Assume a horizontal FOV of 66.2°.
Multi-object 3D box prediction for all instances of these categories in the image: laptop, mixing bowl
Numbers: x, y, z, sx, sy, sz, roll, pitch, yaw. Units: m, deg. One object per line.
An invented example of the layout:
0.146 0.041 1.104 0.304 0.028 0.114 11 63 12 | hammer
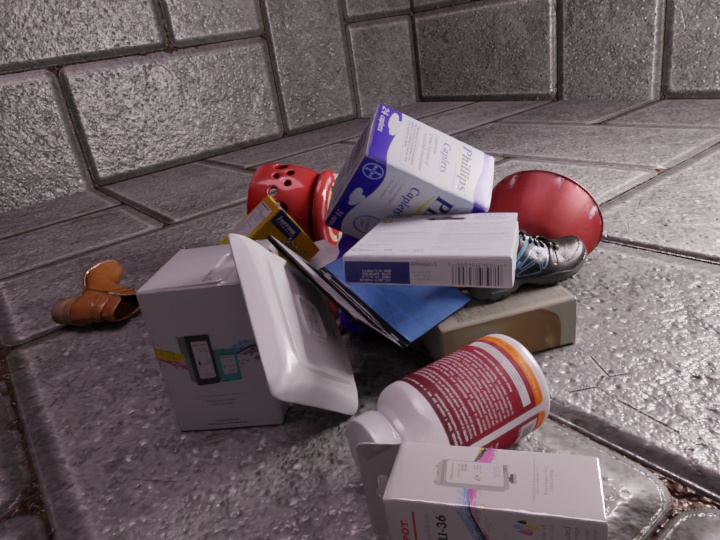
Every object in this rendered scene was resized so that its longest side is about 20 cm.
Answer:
0.016 0.000 0.722 0.116 0.200 0.187 -51 55 0 | laptop
0.286 -0.051 0.914 0.198 0.202 0.109 8 47 35 | mixing bowl

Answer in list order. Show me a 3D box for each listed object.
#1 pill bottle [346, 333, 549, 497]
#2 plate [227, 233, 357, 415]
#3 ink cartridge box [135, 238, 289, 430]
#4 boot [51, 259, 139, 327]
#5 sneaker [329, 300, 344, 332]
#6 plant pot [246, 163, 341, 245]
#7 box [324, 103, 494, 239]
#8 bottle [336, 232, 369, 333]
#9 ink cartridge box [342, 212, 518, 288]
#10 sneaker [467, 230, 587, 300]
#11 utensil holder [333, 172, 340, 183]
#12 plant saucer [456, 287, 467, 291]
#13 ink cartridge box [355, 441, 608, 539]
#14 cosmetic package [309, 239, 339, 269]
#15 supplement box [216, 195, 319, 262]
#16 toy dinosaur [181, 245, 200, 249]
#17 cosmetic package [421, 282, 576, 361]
0.090 0.153 0.575 0.198 0.115 0.113 -20 25 -26 | pill bottle
-0.068 0.064 0.654 0.032 0.200 0.201 -29 62 12 | plate
-0.175 0.081 0.734 0.144 0.203 0.147 -6 22 8 | ink cartridge box
-0.499 0.046 1.117 0.152 0.074 0.201 -3 36 19 | boot
-0.123 0.072 0.882 0.197 0.088 0.074 -14 22 -11 | sneaker
-0.137 -0.136 1.241 0.180 0.203 0.201 5 26 16 | plant pot
0.071 -0.119 0.845 0.198 0.184 0.106 21 57 -13 | box
0.000 0.000 0.898 0.082 0.065 0.202 6 57 -21 | bottle
0.099 -0.030 0.702 0.193 0.044 0.200 0 18 19 | ink cartridge box
0.240 -0.022 0.780 0.198 0.083 0.073 -18 24 -21 | sneaker
0.046 -0.093 1.056 0.167 0.203 0.170 -7 23 3 | utensil holder
0.142 0.018 0.898 0.197 0.038 0.200 -1 2 0 | plant saucer
0.088 0.208 0.443 0.197 0.118 0.068 -2 24 20 | ink cartridge box
-0.069 0.011 1.023 0.100 0.072 0.200 -18 25 -21 | cosmetic package
-0.188 -0.017 0.981 0.200 0.110 0.109 -45 27 -1 | supplement box
-0.306 -0.013 1.172 0.133 0.087 0.200 -4 4 -15 | toy dinosaur
0.190 0.071 0.780 0.197 0.072 0.105 -12 23 -7 | cosmetic package
